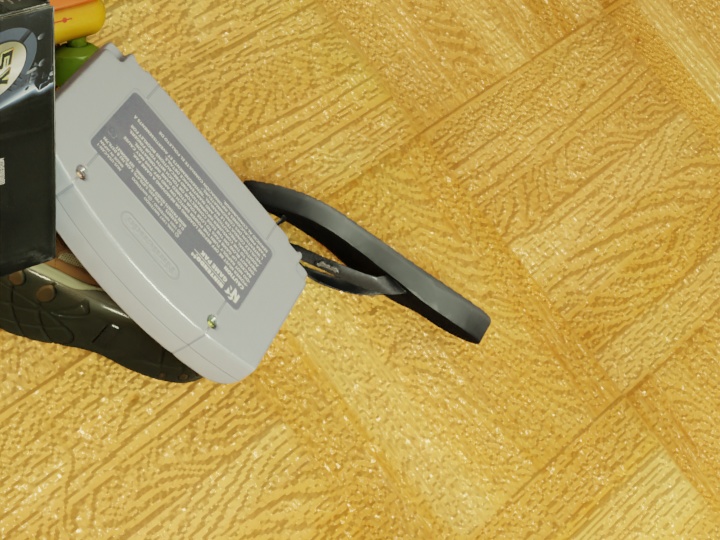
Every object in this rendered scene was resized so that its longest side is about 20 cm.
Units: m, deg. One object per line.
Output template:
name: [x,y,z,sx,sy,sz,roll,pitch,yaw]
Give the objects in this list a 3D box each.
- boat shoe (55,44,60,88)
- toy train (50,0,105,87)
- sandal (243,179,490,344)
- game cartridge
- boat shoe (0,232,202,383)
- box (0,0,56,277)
boat shoe: [-0.260,-0.200,1.016,0.070,0.070,0.200,-37,89,-39]
toy train: [-0.179,-0.169,0.985,0.200,0.085,0.116,-22,119,-36]
sandal: [0.001,0.000,1.065,0.200,0.076,0.043,33,82,-11]
game cartridge: [-0.120,-0.032,0.946,0.200,0.041,0.133,50,32,-16]
boat shoe: [-0.174,0.005,0.969,0.200,0.076,0.074,25,52,-26]
box: [-0.256,-0.108,0.867,0.086,0.164,0.200,-21,44,-34]
